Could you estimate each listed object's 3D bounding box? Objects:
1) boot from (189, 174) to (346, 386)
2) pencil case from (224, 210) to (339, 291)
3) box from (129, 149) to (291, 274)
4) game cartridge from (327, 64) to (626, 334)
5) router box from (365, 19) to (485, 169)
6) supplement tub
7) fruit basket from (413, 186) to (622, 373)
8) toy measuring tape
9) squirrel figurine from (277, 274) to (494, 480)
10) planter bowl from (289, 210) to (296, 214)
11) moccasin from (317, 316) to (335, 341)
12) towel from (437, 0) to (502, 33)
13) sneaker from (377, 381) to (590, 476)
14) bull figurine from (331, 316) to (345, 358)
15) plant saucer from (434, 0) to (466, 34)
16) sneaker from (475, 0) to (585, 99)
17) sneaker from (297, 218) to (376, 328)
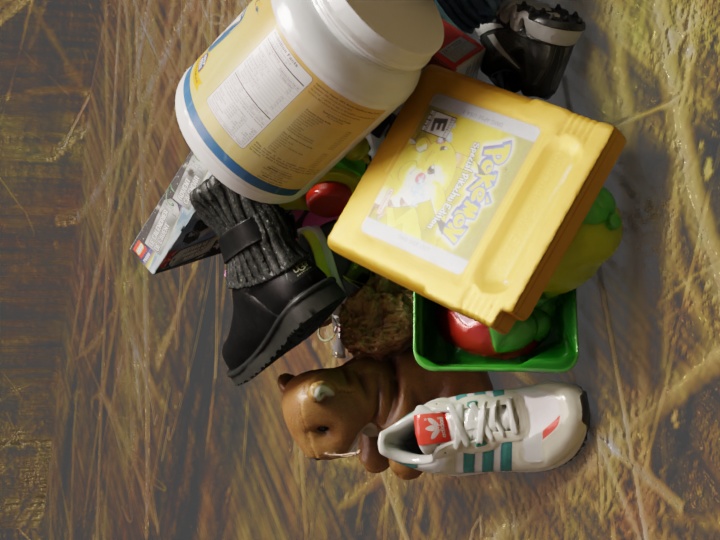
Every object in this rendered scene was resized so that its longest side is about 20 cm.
[{"bbox_3d":[-0.102,0.001,1.402,0.158,0.079,0.211,52,144,6],"label":"boot"},{"bbox_3d":[-0.038,-0.020,1.592,0.091,0.200,0.094,53,177,45],"label":"pencil case"},{"bbox_3d":[-0.119,-0.075,1.509,0.040,0.200,0.137,45,121,16],"label":"box"},{"bbox_3d":[0.085,-0.060,1.214,0.200,0.032,0.176,25,84,44],"label":"game cartridge"},{"bbox_3d":[0.007,-0.162,1.402,0.179,0.049,0.200,36,140,19],"label":"router box"},{"bbox_3d":[-0.042,-0.164,1.275,0.200,0.145,0.145,-40,47,34],"label":"supplement tub"},{"bbox_3d":[0.120,-0.018,1.260,0.216,0.155,0.216,-179,90,-86],"label":"fruit basket"},{"bbox_3d":[-0.051,-0.066,1.428,0.200,0.073,0.074,-37,52,41],"label":"toy measuring tape"},{"bbox_3d":[0.019,0.094,1.451,0.142,0.186,0.200,-160,73,-69],"label":"squirrel figurine"},{"bbox_3d":[-0.052,-0.094,1.697,0.135,0.200,0.200,64,160,-5],"label":"planter bowl"},{"bbox_3d":[-0.049,0.032,1.740,0.074,0.078,0.201,-60,-4,-2],"label":"moccasin"},{"bbox_3d":[0.096,-0.308,1.296,0.048,0.112,0.200,0,59,32],"label":"towel"},{"bbox_3d":[0.098,0.137,1.304,0.200,0.093,0.070,-18,72,46],"label":"sneaker"},{"bbox_3d":[0.021,0.048,1.622,0.200,0.065,0.122,-140,60,-67],"label":"bull figurine"},{"bbox_3d":[0.077,-0.234,1.444,0.200,0.027,0.200,-13,-90,-87],"label":"plant saucer"},{"bbox_3d":[0.125,-0.203,1.351,0.200,0.066,0.091,-128,46,-57],"label":"sneaker"},{"bbox_3d":[0.000,0.000,1.473,0.200,0.085,0.075,59,-170,-74],"label":"sneaker"}]
